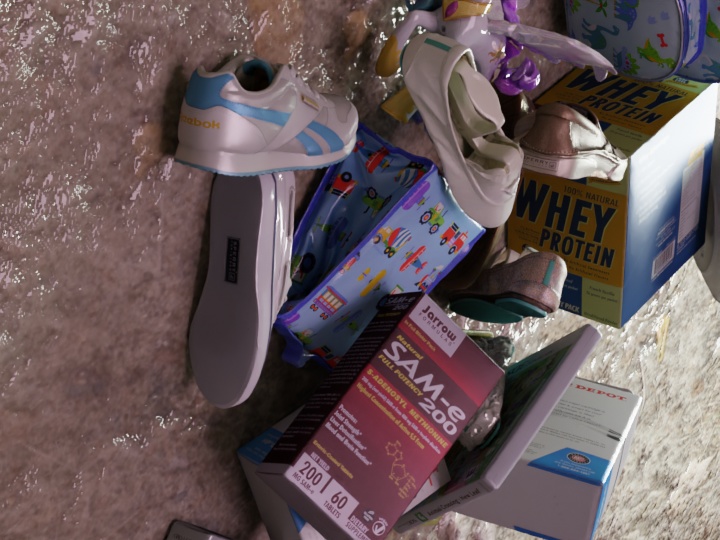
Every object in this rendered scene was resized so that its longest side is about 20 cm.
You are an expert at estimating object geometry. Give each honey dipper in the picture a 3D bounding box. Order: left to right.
[{"bbox_3d":[0.128,-0.108,1.731,0.200,0.038,0.038,-30,131,-54],"label":"honey dipper"}]

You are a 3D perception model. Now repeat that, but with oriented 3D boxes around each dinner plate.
[{"bbox_3d":[0.374,-0.064,2.088,0.200,0.024,0.200,176,-90,-88],"label":"dinner plate"}]

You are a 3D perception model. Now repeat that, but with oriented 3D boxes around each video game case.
[{"bbox_3d":[0.122,0.146,1.790,0.200,0.022,0.182,-52,-172,-32],"label":"video game case"}]

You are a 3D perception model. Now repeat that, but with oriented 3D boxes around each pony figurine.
[{"bbox_3d":[0.107,-0.200,1.676,0.200,0.167,0.193,-54,148,5],"label":"pony figurine"}]

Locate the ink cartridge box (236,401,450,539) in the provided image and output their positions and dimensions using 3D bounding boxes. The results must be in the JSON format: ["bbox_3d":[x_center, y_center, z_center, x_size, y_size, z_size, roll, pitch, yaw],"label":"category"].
[{"bbox_3d":[0.003,0.159,1.698,0.200,0.068,0.115,-33,122,-26],"label":"ink cartridge box"}]

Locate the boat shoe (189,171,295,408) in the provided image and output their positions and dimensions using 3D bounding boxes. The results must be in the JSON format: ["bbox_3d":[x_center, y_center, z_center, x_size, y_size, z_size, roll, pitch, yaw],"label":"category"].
[{"bbox_3d":[-0.083,0.010,1.535,0.065,0.074,0.200,-9,116,-53],"label":"boat shoe"}]

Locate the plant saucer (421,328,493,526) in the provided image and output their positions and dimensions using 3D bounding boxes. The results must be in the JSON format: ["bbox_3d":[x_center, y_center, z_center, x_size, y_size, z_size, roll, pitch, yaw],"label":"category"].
[{"bbox_3d":[0.038,0.143,1.838,0.200,0.048,0.200,7,100,-59],"label":"plant saucer"}]

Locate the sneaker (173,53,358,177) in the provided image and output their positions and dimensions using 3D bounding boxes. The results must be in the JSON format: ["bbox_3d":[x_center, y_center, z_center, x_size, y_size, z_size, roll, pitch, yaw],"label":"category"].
[{"bbox_3d":[-0.062,-0.123,1.492,0.200,0.077,0.081,-17,119,-57],"label":"sneaker"}]

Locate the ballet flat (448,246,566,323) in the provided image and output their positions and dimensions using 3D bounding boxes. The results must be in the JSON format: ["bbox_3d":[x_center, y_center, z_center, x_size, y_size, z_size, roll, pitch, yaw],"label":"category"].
[{"bbox_3d":[0.143,0.012,1.824,0.068,0.200,0.067,25,80,-18],"label":"ballet flat"}]

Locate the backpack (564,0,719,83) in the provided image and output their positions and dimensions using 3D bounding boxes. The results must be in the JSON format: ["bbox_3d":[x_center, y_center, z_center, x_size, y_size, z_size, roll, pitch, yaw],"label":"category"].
[{"bbox_3d":[0.299,-0.269,1.883,0.147,0.200,0.183,-46,143,-37],"label":"backpack"}]

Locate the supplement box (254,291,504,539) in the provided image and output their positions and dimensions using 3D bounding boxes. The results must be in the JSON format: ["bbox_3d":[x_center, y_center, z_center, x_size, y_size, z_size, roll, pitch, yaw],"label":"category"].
[{"bbox_3d":[0.018,0.126,1.618,0.109,0.061,0.200,44,68,-18],"label":"supplement box"}]

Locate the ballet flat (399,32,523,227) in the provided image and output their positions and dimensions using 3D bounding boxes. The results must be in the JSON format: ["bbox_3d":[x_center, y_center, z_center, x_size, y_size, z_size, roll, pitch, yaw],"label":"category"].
[{"bbox_3d":[0.095,-0.108,1.596,0.069,0.069,0.200,-52,131,-30],"label":"ballet flat"}]

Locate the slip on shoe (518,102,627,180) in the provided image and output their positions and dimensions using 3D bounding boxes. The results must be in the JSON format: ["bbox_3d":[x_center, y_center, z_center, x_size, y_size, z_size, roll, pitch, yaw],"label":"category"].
[{"bbox_3d":[0.189,-0.116,1.709,0.200,0.076,0.061,-6,109,-65],"label":"slip on shoe"}]

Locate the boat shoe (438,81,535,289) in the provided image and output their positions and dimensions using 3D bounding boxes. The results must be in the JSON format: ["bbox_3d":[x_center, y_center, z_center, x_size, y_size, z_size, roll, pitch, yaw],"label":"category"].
[{"bbox_3d":[0.122,-0.075,1.834,0.072,0.072,0.200,20,83,-59],"label":"boat shoe"}]

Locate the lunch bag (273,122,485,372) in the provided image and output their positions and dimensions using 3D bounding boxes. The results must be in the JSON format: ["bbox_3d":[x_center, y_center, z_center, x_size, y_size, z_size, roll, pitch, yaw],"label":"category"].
[{"bbox_3d":[0.000,0.000,1.668,0.200,0.094,0.151,-56,151,-7],"label":"lunch bag"}]

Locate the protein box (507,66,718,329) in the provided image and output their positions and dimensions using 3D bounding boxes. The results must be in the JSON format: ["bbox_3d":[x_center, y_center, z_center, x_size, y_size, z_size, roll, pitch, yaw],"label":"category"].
[{"bbox_3d":[0.256,-0.087,1.979,0.199,0.135,0.200,-39,138,-43],"label":"protein box"}]

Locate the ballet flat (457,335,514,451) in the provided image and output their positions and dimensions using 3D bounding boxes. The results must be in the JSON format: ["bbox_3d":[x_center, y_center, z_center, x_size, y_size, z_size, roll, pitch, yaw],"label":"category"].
[{"bbox_3d":[0.103,0.098,1.788,0.200,0.072,0.072,-69,167,-71],"label":"ballet flat"}]

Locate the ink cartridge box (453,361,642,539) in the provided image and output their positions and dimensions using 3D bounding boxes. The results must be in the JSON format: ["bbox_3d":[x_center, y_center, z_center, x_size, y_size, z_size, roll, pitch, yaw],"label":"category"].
[{"bbox_3d":[0.190,0.183,1.966,0.200,0.146,0.084,-47,149,-61],"label":"ink cartridge box"}]

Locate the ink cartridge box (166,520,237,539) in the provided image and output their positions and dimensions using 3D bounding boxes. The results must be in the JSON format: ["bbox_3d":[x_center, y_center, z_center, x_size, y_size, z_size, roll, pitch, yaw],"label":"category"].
[{"bbox_3d":[-0.128,0.315,1.666,0.200,0.044,0.174,34,76,-60],"label":"ink cartridge box"}]
